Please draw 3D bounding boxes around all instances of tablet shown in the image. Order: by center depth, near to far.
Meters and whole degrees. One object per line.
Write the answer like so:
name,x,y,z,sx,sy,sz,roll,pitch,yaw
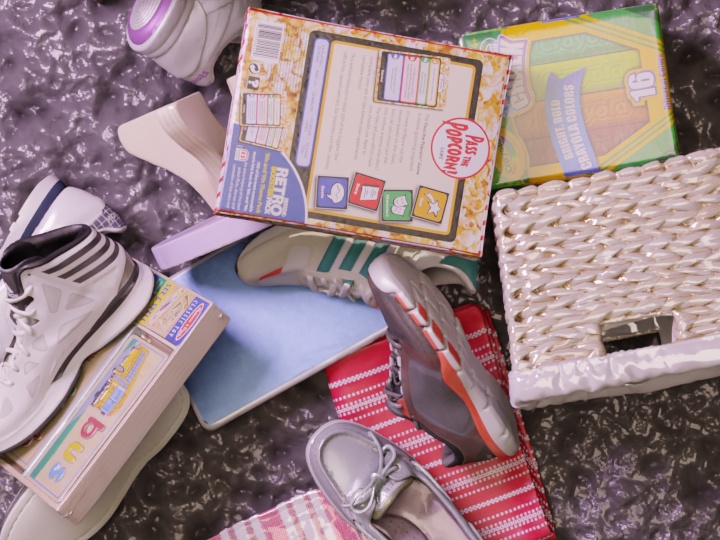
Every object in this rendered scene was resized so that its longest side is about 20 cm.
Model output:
tablet,-0.067,0.028,1.637,0.199,0.014,0.131,-29,76,4

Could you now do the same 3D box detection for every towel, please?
towel,0.062,0.140,1.623,0.144,0.022,0.201,-18,86,6
towel,-0.068,0.270,1.627,0.199,0.030,0.147,-25,84,10

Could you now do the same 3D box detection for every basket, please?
basket,0.199,0.012,1.526,0.197,0.200,0.162,-10,85,5

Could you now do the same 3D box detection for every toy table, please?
toy table,-0.095,-0.090,1.579,0.199,0.184,0.118,-23,96,13

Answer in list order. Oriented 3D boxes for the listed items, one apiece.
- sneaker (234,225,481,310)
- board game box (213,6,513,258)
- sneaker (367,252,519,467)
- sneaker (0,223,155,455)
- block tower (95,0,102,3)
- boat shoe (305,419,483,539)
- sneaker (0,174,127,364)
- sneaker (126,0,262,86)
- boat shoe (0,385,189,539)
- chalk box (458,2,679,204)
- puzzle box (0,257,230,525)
sneaker,0.001,0.000,1.587,0.198,0.070,0.094,-13,75,5
board game box,0.002,-0.099,1.484,0.198,0.046,0.153,10,88,-6
sneaker,0.047,0.080,1.551,0.081,0.077,0.201,-26,114,16
sneaker,-0.264,0.044,1.577,0.201,0.076,0.115,-49,127,-3
block tower,-0.271,-0.311,1.660,0.200,0.054,0.058,43,92,5
boat shoe,0.041,0.193,1.575,0.074,0.065,0.202,-42,87,-14
sneaker,-0.268,0.025,1.640,0.080,0.076,0.201,29,92,-3
sneaker,-0.112,-0.243,1.641,0.099,0.075,0.201,38,74,-34
boat shoe,-0.219,0.152,1.633,0.202,0.060,0.072,-47,123,5
chalk box,0.140,-0.124,1.574,0.198,0.124,0.125,-10,86,5
puzzle box,-0.201,0.092,1.590,0.133,0.025,0.201,25,75,50
